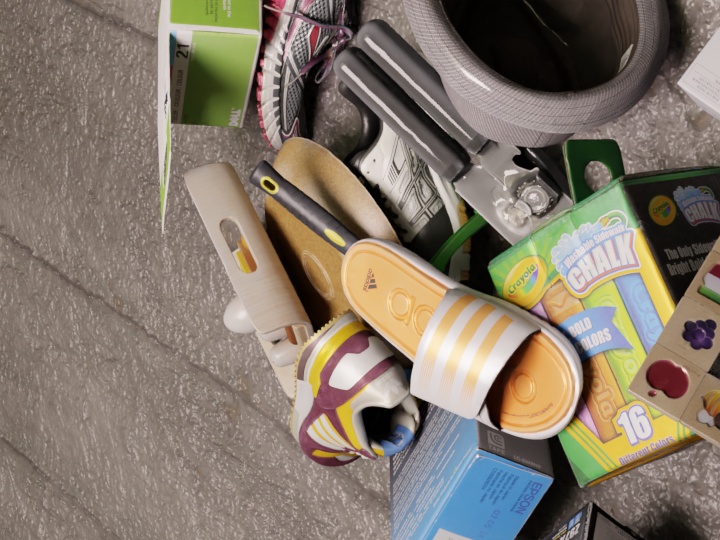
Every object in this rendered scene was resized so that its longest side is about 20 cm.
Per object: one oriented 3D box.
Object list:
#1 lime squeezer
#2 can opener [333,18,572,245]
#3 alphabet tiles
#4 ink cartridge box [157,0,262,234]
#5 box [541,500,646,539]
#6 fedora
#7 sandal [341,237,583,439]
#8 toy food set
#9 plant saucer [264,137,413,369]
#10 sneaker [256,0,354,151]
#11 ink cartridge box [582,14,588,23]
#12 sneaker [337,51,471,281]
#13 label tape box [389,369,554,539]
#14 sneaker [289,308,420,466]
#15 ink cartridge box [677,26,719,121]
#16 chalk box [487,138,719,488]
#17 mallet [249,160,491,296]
[{"bbox_3d":[0.084,-0.078,1.020,0.038,0.070,0.202,136,146,-59],"label":"lime squeezer"},{"bbox_3d":[0.071,-0.092,0.979,0.200,0.067,0.053,44,117,0],"label":"can opener"},{"bbox_3d":[0.275,0.052,0.790,0.199,0.168,0.008,32,161,14],"label":"alphabet tiles"},{"bbox_3d":[-0.120,-0.148,1.120,0.148,0.075,0.202,115,153,-65],"label":"ink cartridge box"},{"bbox_3d":[0.152,0.261,0.953,0.159,0.050,0.200,35,128,-10],"label":"box"},{"bbox_3d":[0.105,-0.160,0.929,0.091,0.175,0.202,111,144,-60],"label":"fedora"},{"bbox_3d":[0.046,0.046,0.901,0.206,0.059,0.080,31,117,36],"label":"sandal"},{"bbox_3d":[-0.090,0.015,1.145,0.144,0.060,0.200,62,173,18],"label":"toy food set"},{"bbox_3d":[-0.020,-0.003,1.085,0.200,0.035,0.201,48,157,28],"label":"plant saucer"},{"bbox_3d":[-0.042,-0.184,1.124,0.081,0.074,0.202,-90,8,-57],"label":"sneaker"},{"bbox_3d":[0.093,-0.280,0.989,0.199,0.050,0.162,35,120,39],"label":"ink cartridge box"},{"bbox_3d":[0.027,-0.058,1.049,0.076,0.087,0.202,163,100,-69],"label":"sneaker"},{"bbox_3d":[0.074,0.123,1.040,0.201,0.063,0.145,-89,23,-55],"label":"label tape box"},{"bbox_3d":[-0.001,0.115,1.066,0.090,0.075,0.201,45,161,24],"label":"sneaker"},{"bbox_3d":[0.286,-0.087,0.805,0.200,0.044,0.094,43,101,32],"label":"ink cartridge box"},{"bbox_3d":[0.174,0.013,0.899,0.124,0.124,0.202,-35,71,42],"label":"chalk box"},{"bbox_3d":[0.000,0.000,0.991,0.199,0.041,0.066,32,113,6],"label":"mallet"}]
